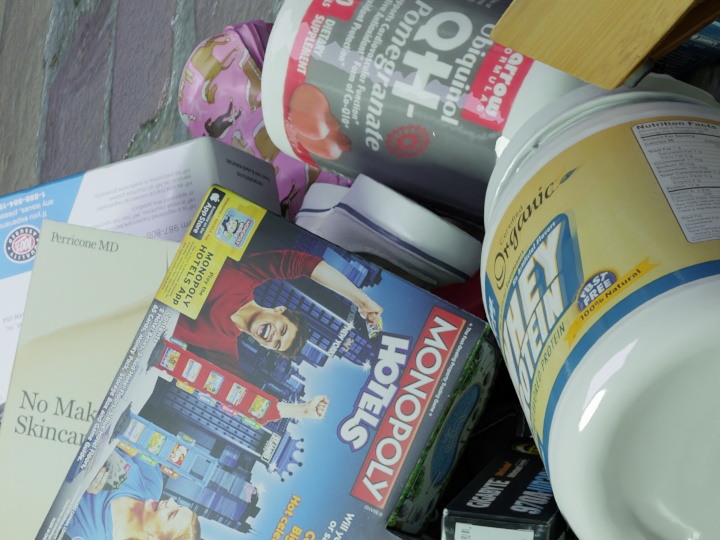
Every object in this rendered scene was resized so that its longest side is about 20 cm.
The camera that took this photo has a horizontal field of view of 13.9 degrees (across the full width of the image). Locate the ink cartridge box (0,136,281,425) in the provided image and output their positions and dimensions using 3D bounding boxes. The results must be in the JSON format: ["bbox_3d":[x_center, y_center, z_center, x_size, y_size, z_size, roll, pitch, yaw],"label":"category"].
[{"bbox_3d":[-0.106,0.051,1.490,0.144,0.084,0.201,-14,76,21],"label":"ink cartridge box"}]

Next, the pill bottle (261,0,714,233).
[{"bbox_3d":[0.062,-0.075,1.380,0.199,0.111,0.111,21,97,26],"label":"pill bottle"}]

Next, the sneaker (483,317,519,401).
[{"bbox_3d":[0.052,0.030,1.501,0.200,0.075,0.080,-31,44,62],"label":"sneaker"}]

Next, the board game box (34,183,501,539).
[{"bbox_3d":[-0.020,0.096,1.292,0.201,0.199,0.062,-63,-23,1],"label":"board game box"}]

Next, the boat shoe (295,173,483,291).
[{"bbox_3d":[0.000,0.000,1.389,0.070,0.071,0.200,-61,16,-6],"label":"boat shoe"}]

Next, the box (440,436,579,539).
[{"bbox_3d":[0.065,0.162,1.232,0.200,0.046,0.160,-29,-57,-77],"label":"box"}]

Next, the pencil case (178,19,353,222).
[{"bbox_3d":[-0.031,-0.057,1.584,0.087,0.083,0.200,-51,40,11],"label":"pencil case"}]

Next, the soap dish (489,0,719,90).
[{"bbox_3d":[0.157,-0.167,1.238,0.200,0.081,0.157,-35,-10,-43],"label":"soap dish"}]

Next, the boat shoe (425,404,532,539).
[{"bbox_3d":[0.036,0.122,1.483,0.200,0.066,0.070,130,149,-50],"label":"boat shoe"}]

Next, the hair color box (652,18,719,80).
[{"bbox_3d":[0.125,-0.137,1.454,0.200,0.060,0.101,148,135,-63],"label":"hair color box"}]

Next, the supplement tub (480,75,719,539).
[{"bbox_3d":[0.129,0.021,1.198,0.200,0.144,0.145,-108,39,-57],"label":"supplement tub"}]

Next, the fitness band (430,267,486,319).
[{"bbox_3d":[0.059,0.076,1.391,0.200,0.037,0.144,-32,67,37],"label":"fitness band"}]

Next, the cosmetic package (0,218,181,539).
[{"bbox_3d":[-0.113,0.084,1.402,0.073,0.103,0.201,17,-98,-68],"label":"cosmetic package"}]

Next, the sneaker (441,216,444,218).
[{"bbox_3d":[0.006,0.038,1.629,0.114,0.075,0.201,-111,37,-55],"label":"sneaker"}]
